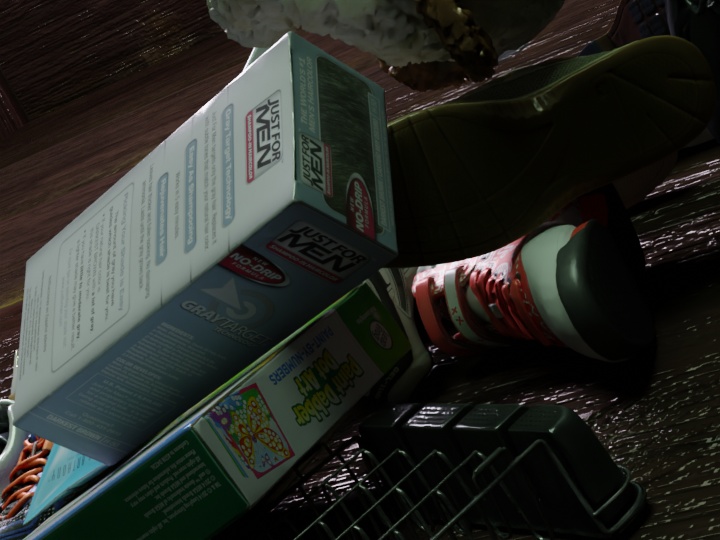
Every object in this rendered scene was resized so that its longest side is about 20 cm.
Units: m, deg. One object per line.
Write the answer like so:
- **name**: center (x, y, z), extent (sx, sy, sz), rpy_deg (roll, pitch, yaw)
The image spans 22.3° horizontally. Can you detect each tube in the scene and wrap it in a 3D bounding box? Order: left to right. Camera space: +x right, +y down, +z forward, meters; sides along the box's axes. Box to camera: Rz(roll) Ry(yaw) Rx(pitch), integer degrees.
- **tube**: center (-0.118, 0.047, 0.960), extent (0.077, 0.050, 0.200), rpy_deg (-42, 18, 38)

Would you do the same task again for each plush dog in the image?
- **plush dog**: center (0.050, -0.156, 0.890), extent (0.200, 0.161, 0.172), rpy_deg (-52, -22, 26)

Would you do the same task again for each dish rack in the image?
- **dish rack**: center (-0.008, 0.118, 0.692), extent (0.200, 0.055, 0.153), rpy_deg (-38, 15, -28)

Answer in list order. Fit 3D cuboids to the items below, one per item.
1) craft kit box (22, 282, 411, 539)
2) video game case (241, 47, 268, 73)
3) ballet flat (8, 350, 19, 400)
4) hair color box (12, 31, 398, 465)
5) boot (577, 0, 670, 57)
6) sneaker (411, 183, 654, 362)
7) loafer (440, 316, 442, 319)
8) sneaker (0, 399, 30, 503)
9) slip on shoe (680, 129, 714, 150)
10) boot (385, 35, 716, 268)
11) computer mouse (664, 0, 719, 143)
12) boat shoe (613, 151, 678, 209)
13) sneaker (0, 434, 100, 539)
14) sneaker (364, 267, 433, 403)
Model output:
- **craft kit box**: center (-0.090, 0.099, 0.805), extent (0.200, 0.049, 0.198), rpy_deg (-37, 4, 26)
- **video game case**: center (-0.114, -0.032, 1.200), extent (0.200, 0.024, 0.182), rpy_deg (122, 171, -52)
- **ballet flat**: center (-0.210, 0.063, 1.274), extent (0.069, 0.063, 0.200), rpy_deg (-32, 11, 18)
- **hair color box**: center (-0.073, -0.005, 0.819), extent (0.200, 0.061, 0.099), rpy_deg (-37, 41, 34)
- **boot**: center (0.219, -0.163, 1.194), extent (0.097, 0.075, 0.200), rpy_deg (-28, -1, -24)
- **sneaker**: center (0.078, 0.016, 0.871), extent (0.108, 0.067, 0.201), rpy_deg (-26, 10, 15)
- **loafer**: center (-0.014, 0.007, 1.087), extent (0.199, 0.072, 0.063), rpy_deg (1, 12, 41)
- **sneaker**: center (-0.180, 0.101, 1.055), extent (0.073, 0.071, 0.200), rpy_deg (-17, 17, 39)
- **slip on shoe**: center (0.165, -0.095, 1.118), extent (0.199, 0.061, 0.076), rpy_deg (-20, 15, 30)
- **boot**: center (0.061, -0.057, 0.904), extent (0.199, 0.072, 0.155), rpy_deg (-23, 7, -7)
- **computer mouse**: center (0.176, -0.112, 0.907), extent (0.053, 0.200, 0.139), rpy_deg (-35, 43, 10)
- **boat shoe**: center (0.099, -0.055, 1.082), extent (0.200, 0.072, 0.065), rpy_deg (-27, 17, 33)
- **sneaker**: center (-0.159, 0.104, 0.985), extent (0.075, 0.079, 0.200), rpy_deg (-21, 15, 38)
- **sneaker**: center (0.000, 0.000, 0.980), extent (0.076, 0.087, 0.200), rpy_deg (-57, 18, 35)
